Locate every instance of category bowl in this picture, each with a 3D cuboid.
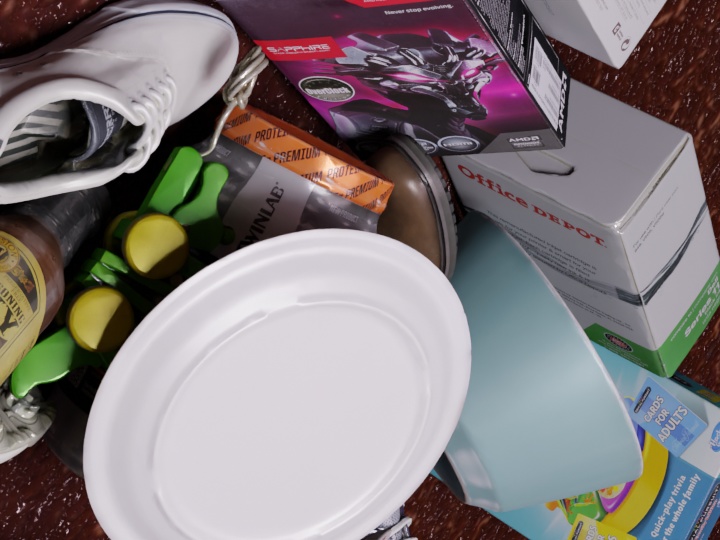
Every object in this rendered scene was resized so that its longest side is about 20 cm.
[{"bbox_3d":[0.081,0.074,1.195,0.105,0.201,0.201,-32,145,-8],"label":"bowl"}]

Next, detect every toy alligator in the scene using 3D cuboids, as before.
[{"bbox_3d":[-0.087,-0.011,0.883,0.054,0.059,0.200,39,82,-16],"label":"toy alligator"}]

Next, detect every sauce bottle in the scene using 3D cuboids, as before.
[{"bbox_3d":[-0.173,0.018,0.825,0.200,0.065,0.065,-60,160,-48],"label":"sauce bottle"}]

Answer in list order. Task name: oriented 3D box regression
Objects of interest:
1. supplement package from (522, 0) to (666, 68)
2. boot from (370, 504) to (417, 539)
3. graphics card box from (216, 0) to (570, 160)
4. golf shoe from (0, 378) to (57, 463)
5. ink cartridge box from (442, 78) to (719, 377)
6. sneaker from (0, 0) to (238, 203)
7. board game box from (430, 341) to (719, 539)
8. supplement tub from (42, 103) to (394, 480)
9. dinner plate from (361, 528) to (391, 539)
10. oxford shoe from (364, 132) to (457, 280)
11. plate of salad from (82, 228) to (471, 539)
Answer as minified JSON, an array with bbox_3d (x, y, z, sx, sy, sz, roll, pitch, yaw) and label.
[{"bbox_3d":[0.109,-0.244,0.964,0.200,0.151,0.152,-55,149,-6],"label":"supplement package"},{"bbox_3d":[0.020,0.193,1.281,0.073,0.090,0.200,-25,136,-44],"label":"boot"},{"bbox_3d":[0.022,-0.119,0.971,0.200,0.125,0.051,44,48,-61],"label":"graphics card box"},{"bbox_3d":[-0.233,0.086,0.851,0.200,0.078,0.097,-10,142,-47],"label":"golf shoe"},{"bbox_3d":[0.146,-0.034,1.211,0.083,0.147,0.200,-52,150,-14],"label":"ink cartridge box"},{"bbox_3d":[-0.118,-0.071,0.860,0.200,0.071,0.073,-29,139,-43],"label":"sneaker"},{"bbox_3d":[0.160,0.123,1.317,0.047,0.200,0.151,6,111,-57],"label":"board game box"},{"bbox_3d":[-0.070,0.021,0.964,0.123,0.123,0.200,16,103,-59],"label":"supplement tub"},{"bbox_3d":[-0.048,0.236,1.169,0.200,0.024,0.200,-52,171,-12],"label":"dinner plate"},{"bbox_3d":[0.000,0.000,1.064,0.084,0.073,0.200,-26,155,-28],"label":"oxford shoe"},{"bbox_3d":[-0.039,0.064,0.895,0.200,0.048,0.200,-14,126,-21],"label":"plate of salad"}]
